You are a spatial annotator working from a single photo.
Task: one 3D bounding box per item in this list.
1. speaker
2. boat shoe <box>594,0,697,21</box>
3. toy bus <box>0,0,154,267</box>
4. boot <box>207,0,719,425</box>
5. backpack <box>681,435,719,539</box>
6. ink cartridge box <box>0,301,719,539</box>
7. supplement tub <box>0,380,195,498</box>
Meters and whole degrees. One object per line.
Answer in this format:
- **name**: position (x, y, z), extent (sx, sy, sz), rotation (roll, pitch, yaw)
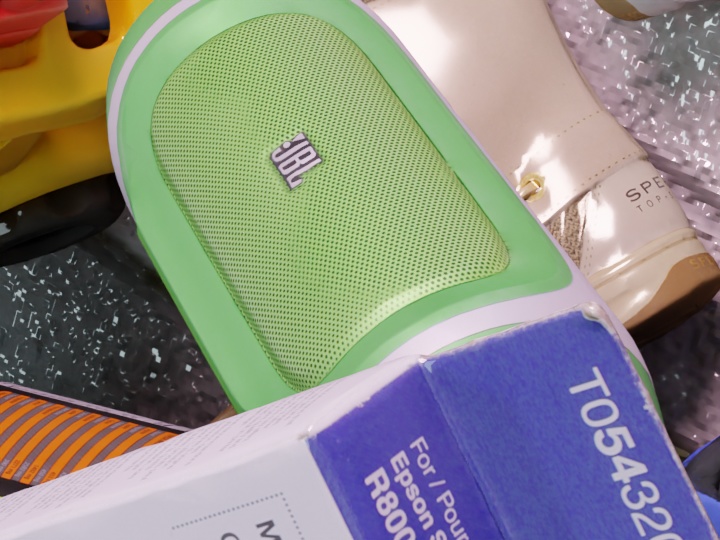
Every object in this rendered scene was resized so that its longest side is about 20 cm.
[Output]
- **speaker**: position (0.000, 0.000, 0.694), extent (0.089, 0.088, 0.200), rotation (-62, 34, 21)
- **boat shoe**: position (0.079, -0.172, 0.769), extent (0.069, 0.071, 0.200), rotation (-11, 99, 30)
- **toy bus**: position (-0.116, -0.079, 0.789), extent (0.192, 0.200, 0.136), rotation (-28, 79, 51)
- **boot**: position (-0.015, -0.014, 0.827), extent (0.200, 0.073, 0.156), rotation (-30, 81, 17)
- **backpack**: position (0.167, 0.098, 0.671), extent (0.162, 0.200, 0.168), rotation (2, 97, 29)
- **ink cartridge box**: position (0.004, 0.124, 0.610), extent (0.200, 0.043, 0.197), rotation (-21, 101, 36)
- **supplement tub**: position (-0.096, 0.092, 0.760), extent (0.200, 0.123, 0.123), rotation (13, 103, 22)
